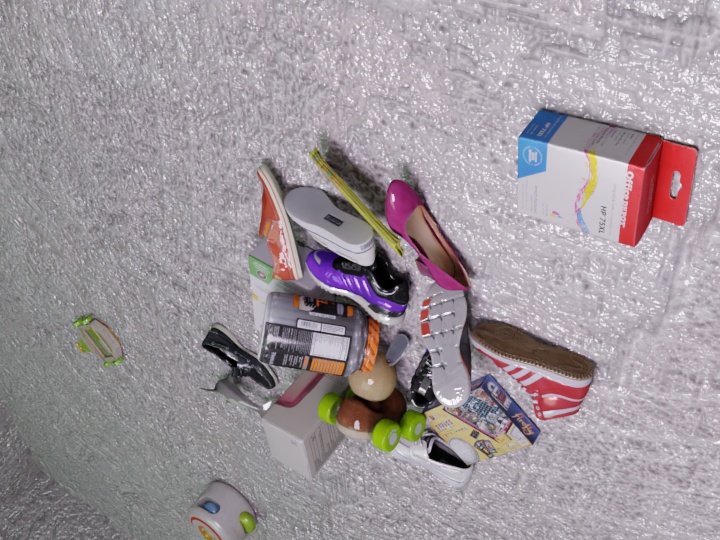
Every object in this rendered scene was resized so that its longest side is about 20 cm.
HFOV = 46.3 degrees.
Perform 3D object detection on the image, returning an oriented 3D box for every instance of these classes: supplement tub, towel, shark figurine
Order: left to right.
[{"bbox_3d":[-0.282,0.272,1.953,0.212,0.091,0.127,17,171,44],"label":"shark figurine"},{"bbox_3d":[-0.072,0.111,1.435,0.195,0.125,0.123,10,143,-8],"label":"supplement tub"},{"bbox_3d":[-0.003,-0.104,1.289,0.200,0.018,0.086,48,-178,14],"label":"towel"}]

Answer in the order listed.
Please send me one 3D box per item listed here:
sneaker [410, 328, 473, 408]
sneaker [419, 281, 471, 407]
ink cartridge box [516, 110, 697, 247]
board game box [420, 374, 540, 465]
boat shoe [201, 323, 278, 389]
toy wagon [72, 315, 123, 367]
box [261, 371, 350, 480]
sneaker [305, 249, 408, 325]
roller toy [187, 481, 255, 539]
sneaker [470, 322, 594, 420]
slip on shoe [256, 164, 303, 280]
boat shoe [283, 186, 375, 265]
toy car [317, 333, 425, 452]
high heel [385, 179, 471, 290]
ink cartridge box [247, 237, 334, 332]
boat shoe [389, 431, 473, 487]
[{"bbox_3d":[0.129,0.166,1.413,0.069,0.100,0.202,31,139,16],"label":"sneaker"},{"bbox_3d":[0.139,0.115,1.326,0.075,0.205,0.082,-5,166,18],"label":"sneaker"},{"bbox_3d":[0.291,-0.107,1.013,0.197,0.067,0.118,20,138,29],"label":"ink cartridge box"},{"bbox_3d":[0.209,0.270,1.496,0.136,0.035,0.200,47,145,-4],"label":"board game box"},{"bbox_3d":[-0.274,0.207,1.882,0.199,0.066,0.075,44,144,1],"label":"boat shoe"},{"bbox_3d":[-0.742,0.199,2.359,0.198,0.040,0.157,-12,117,50],"label":"toy wagon"},{"bbox_3d":[-0.087,0.282,1.657,0.107,0.200,0.130,22,139,29],"label":"box"},{"bbox_3d":[0.000,0.000,1.403,0.198,0.070,0.101,29,133,17],"label":"sneaker"},{"bbox_3d":[-0.412,0.732,2.476,0.182,0.140,0.200,44,145,0],"label":"roller toy"},{"bbox_3d":[0.258,0.160,1.309,0.197,0.071,0.114,22,136,25],"label":"sneaker"},{"bbox_3d":[-0.148,-0.078,1.431,0.060,0.074,0.205,-14,98,2],"label":"slip on shoe"},{"bbox_3d":[-0.049,-0.070,1.372,0.198,0.072,0.066,28,149,33],"label":"boat shoe"},{"bbox_3d":[0.032,0.198,1.535,0.162,0.156,0.205,18,105,36],"label":"toy car"},{"bbox_3d":[0.105,-0.052,1.250,0.095,0.068,0.201,21,154,43],"label":"high heel"},{"bbox_3d":[-0.125,0.049,1.563,0.143,0.084,0.203,26,140,23],"label":"ink cartridge box"},{"bbox_3d":[0.129,0.340,1.625,0.197,0.074,0.066,24,136,10],"label":"boat shoe"}]
